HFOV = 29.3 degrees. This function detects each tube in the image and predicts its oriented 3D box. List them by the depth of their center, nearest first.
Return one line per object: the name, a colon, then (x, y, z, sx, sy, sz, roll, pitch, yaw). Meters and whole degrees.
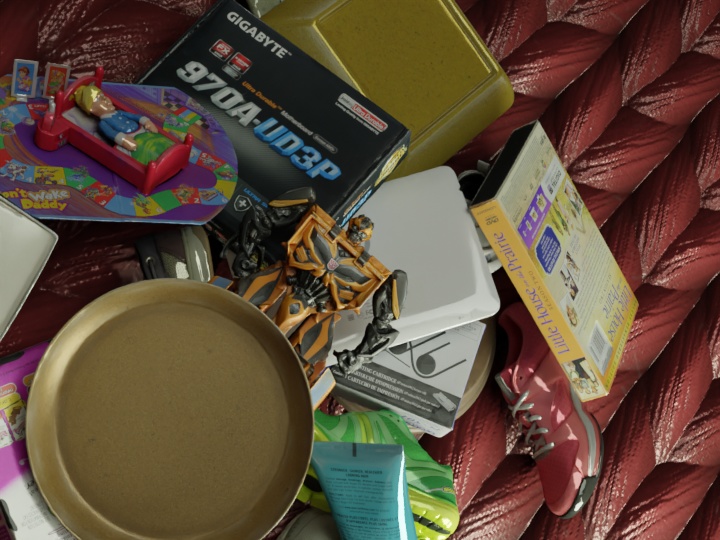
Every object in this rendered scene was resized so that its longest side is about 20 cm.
tube: (0.014, 0.202, 1.043, 0.051, 0.076, 0.202, -76, 158, -49)

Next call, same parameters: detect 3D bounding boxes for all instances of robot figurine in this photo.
robot figurine: (-0.057, 0.039, 0.998, 0.145, 0.058, 0.200, 40, 91, -4)

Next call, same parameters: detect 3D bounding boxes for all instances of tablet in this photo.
tablet: (0.000, 0.000, 1.088, 0.197, 0.014, 0.132, -16, 75, -9)

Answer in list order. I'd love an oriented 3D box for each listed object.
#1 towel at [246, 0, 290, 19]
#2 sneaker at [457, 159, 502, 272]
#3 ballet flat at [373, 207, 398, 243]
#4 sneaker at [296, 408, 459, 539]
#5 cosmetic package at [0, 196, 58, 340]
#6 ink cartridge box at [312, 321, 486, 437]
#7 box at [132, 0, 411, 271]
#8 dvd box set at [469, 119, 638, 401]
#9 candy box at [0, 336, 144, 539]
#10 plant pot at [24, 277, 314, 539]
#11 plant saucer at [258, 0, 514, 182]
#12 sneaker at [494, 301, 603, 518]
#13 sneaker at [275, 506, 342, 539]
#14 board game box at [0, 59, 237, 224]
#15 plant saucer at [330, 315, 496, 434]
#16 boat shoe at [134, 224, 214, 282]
towel: (-0.015, -0.225, 1.246, 0.191, 0.034, 0.202, -17, 85, -30)
sneaker: (0.121, -0.060, 1.203, 0.200, 0.074, 0.083, -40, 127, -58)
ballet flat: (-0.045, -0.075, 1.152, 0.200, 0.070, 0.069, 44, 57, 11)
sneaker: (-0.009, 0.145, 1.086, 0.199, 0.074, 0.084, 33, 37, -16)
cosmetic package: (-0.268, -0.007, 0.913, 0.087, 0.200, 0.104, 32, 85, -16)
ink cartridge box: (-0.006, 0.053, 1.114, 0.198, 0.044, 0.095, 23, 72, -4)
box: (-0.084, -0.104, 1.093, 0.199, 0.046, 0.159, 38, 70, 14)
dvd box set: (0.170, -0.010, 1.177, 0.201, 0.029, 0.147, 58, 35, -18)
candy box: (-0.204, 0.152, 0.993, 0.135, 0.061, 0.202, -22, 85, -33)
plant pot: (-0.131, 0.106, 0.953, 0.197, 0.027, 0.203, 0, 92, -5)
plant saucer: (0.034, -0.188, 1.215, 0.200, 0.048, 0.201, -41, 97, -30)
sneaker: (0.157, 0.119, 1.216, 0.086, 0.074, 0.203, 9, 63, -20)
sneaker: (-0.035, 0.268, 1.032, 0.075, 0.092, 0.202, 26, 58, -19)
board game box: (-0.180, -0.103, 0.992, 0.197, 0.039, 0.159, 1, 44, -22)
plant saucer: (0.039, 0.039, 1.190, 0.198, 0.029, 0.203, 9, 70, -26)
boat shoe: (-0.139, 0.067, 1.058, 0.064, 0.072, 0.203, -5, 89, -6)
